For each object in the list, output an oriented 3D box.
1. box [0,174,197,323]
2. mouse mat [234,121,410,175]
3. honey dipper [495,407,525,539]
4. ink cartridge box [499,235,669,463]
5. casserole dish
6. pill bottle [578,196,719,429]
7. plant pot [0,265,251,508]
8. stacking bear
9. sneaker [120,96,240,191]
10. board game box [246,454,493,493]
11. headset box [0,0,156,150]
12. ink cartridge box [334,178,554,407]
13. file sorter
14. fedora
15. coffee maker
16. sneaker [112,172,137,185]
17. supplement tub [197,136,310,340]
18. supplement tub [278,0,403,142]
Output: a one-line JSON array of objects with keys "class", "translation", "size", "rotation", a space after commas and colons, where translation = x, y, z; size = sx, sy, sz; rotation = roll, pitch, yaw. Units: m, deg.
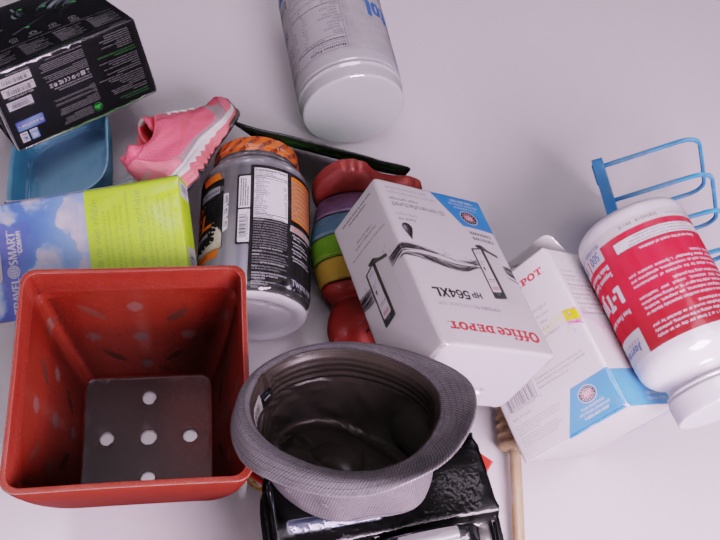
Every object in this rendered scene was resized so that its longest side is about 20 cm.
[{"class": "box", "translation": [-0.265, -0.017, 0.870], "size": [0.198, 0.048, 0.123], "rotation": [-9, 83, 0]}, {"class": "mouse mat", "translation": [-0.041, -0.137, 1.017], "size": [0.198, 0.161, 0.008], "rotation": [16, 93, 0]}, {"class": "honey dipper", "translation": [0.161, 0.236, 0.900], "size": [0.038, 0.038, 0.202], "rotation": [4, 64, -6]}, {"class": "ink cartridge box", "translation": [0.208, 0.077, 0.913], "size": [0.125, 0.128, 0.201], "rotation": [8, 52, -46]}, {"class": "casserole dish", "translation": [-0.329, -0.117, 0.983], "size": [0.120, 0.039, 0.201], "rotation": [-21, 45, 2]}, {"class": "pill bottle", "translation": [0.295, 0.041, 0.834], "size": [0.111, 0.113, 0.201], "rotation": [-12, 61, -14]}, {"class": "plant pot", "translation": [-0.203, 0.127, 0.822], "size": [0.198, 0.177, 0.201], "rotation": [-2, 61, -8]}, {"class": "stacking bear", "translation": [0.000, 0.000, 0.964], "size": [0.121, 0.113, 0.202], "rotation": [12, 66, -34]}, {"class": "sneaker", "translation": [-0.198, -0.152, 0.972], "size": [0.087, 0.074, 0.201], "rotation": [37, 36, -14]}, {"class": "board game box", "translation": [0.010, 0.203, 0.885], "size": [0.199, 0.046, 0.152], "rotation": [32, 63, 9]}, {"class": "headset box", "translation": [-0.362, -0.246, 1.018], "size": [0.173, 0.093, 0.200], "rotation": [-30, 43, -22]}, {"class": "ink cartridge box", "translation": [0.078, 0.022, 0.850], "size": [0.145, 0.084, 0.201], "rotation": [9, 44, -36]}, {"class": "file sorter", "translation": [0.351, -0.026, 0.987], "size": [0.122, 0.139, 0.201], "rotation": [-17, 60, 18]}, {"class": "fedora", "translation": [-0.007, 0.140, 0.711], "size": [0.198, 0.091, 0.177], "rotation": [8, 34, 18]}, {"class": "coffee maker", "translation": [0.011, 0.221, 0.792], "size": [0.198, 0.136, 0.193], "rotation": [-5, 38, -11]}, {"class": "sneaker", "translation": [-0.274, -0.074, 0.987], "size": [0.080, 0.071, 0.201], "rotation": [18, 53, 21]}, {"class": "supplement tub", "translation": [-0.115, -0.037, 0.958], "size": [0.121, 0.123, 0.201], "rotation": [2, 60, -7]}, {"class": "supplement tub", "translation": [-0.027, -0.277, 1.100], "size": [0.131, 0.132, 0.201], "rotation": [-7, 63, -12]}]
